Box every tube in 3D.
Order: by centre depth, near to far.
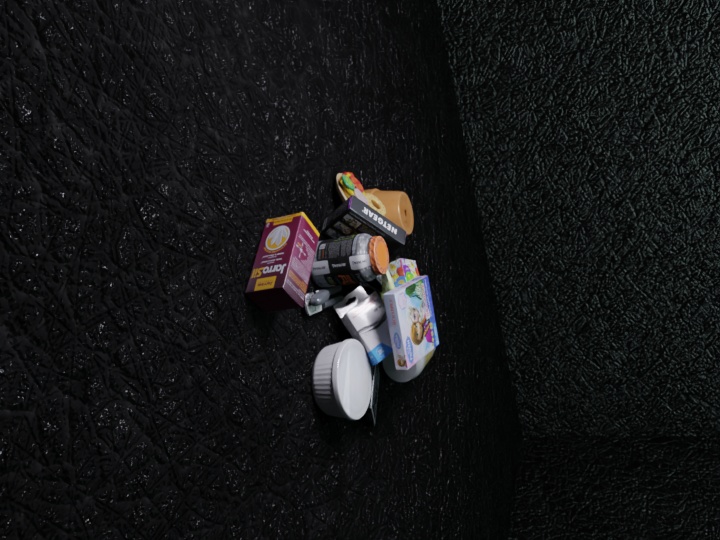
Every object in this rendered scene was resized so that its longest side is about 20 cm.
[{"bbox_3d":[0.079,0.063,1.489,0.052,0.057,0.203,-47,146,-29],"label":"tube"}]

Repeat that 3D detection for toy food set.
[{"bbox_3d":[-0.001,-0.214,1.619,0.201,0.048,0.199,50,22,-10],"label":"toy food set"}]

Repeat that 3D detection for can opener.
[{"bbox_3d":[-0.086,0.074,1.422,0.199,0.065,0.055,-17,99,-65],"label":"can opener"}]

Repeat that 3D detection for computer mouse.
[{"bbox_3d":[-0.008,-0.023,1.602,0.044,0.106,0.207,80,-3,-83],"label":"computer mouse"}]

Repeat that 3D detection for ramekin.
[{"bbox_3d":[-0.051,0.285,1.408,0.201,0.091,0.210,29,58,-61],"label":"ramekin"}]

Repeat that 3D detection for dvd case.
[{"bbox_3d":[0.035,0.354,1.575,0.202,0.024,0.155,83,13,-61],"label":"dvd case"}]

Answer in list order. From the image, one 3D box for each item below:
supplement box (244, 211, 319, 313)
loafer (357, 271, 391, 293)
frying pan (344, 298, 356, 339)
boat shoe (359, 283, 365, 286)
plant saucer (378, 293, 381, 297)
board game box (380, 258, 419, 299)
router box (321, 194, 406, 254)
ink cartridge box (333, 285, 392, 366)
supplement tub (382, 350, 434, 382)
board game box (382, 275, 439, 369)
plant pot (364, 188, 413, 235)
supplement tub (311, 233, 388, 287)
[{"bbox_3d":[-0.173,-0.018,1.212,0.086,0.107,0.205,51,39,-46],"label":"supplement box"},{"bbox_3d":[0.000,0.000,1.527,0.196,0.068,0.072,27,49,-11],"label":"loafer"},{"bbox_3d":[-0.021,0.160,1.544,0.190,0.115,0.031,-44,169,-17],"label":"frying pan"},{"bbox_3d":[0.041,0.025,1.712,0.200,0.074,0.062,50,21,-54],"label":"boat shoe"},{"bbox_3d":[0.066,0.145,1.687,0.198,0.034,0.208,-24,121,-48],"label":"plant saucer"},{"bbox_3d":[0.130,0.081,1.623,0.104,0.101,0.207,6,67,-56],"label":"board game box"},{"bbox_3d":[0.010,-0.107,1.499,0.197,0.148,0.052,31,52,-25],"label":"router box"},{"bbox_3d":[0.025,0.144,1.496,0.115,0.068,0.203,-33,84,-23],"label":"ink cartridge box"},{"bbox_3d":[0.162,0.276,1.811,0.199,0.141,0.151,-30,110,-63],"label":"supplement tub"},{"bbox_3d":[0.142,0.137,1.468,0.198,0.040,0.207,-23,104,-54],"label":"board game box"},{"bbox_3d":[0.092,-0.179,1.793,0.199,0.136,0.208,32,54,-59],"label":"plant pot"},{"bbox_3d":[-0.030,-0.027,1.417,0.122,0.194,0.127,27,59,-58],"label":"supplement tub"}]
